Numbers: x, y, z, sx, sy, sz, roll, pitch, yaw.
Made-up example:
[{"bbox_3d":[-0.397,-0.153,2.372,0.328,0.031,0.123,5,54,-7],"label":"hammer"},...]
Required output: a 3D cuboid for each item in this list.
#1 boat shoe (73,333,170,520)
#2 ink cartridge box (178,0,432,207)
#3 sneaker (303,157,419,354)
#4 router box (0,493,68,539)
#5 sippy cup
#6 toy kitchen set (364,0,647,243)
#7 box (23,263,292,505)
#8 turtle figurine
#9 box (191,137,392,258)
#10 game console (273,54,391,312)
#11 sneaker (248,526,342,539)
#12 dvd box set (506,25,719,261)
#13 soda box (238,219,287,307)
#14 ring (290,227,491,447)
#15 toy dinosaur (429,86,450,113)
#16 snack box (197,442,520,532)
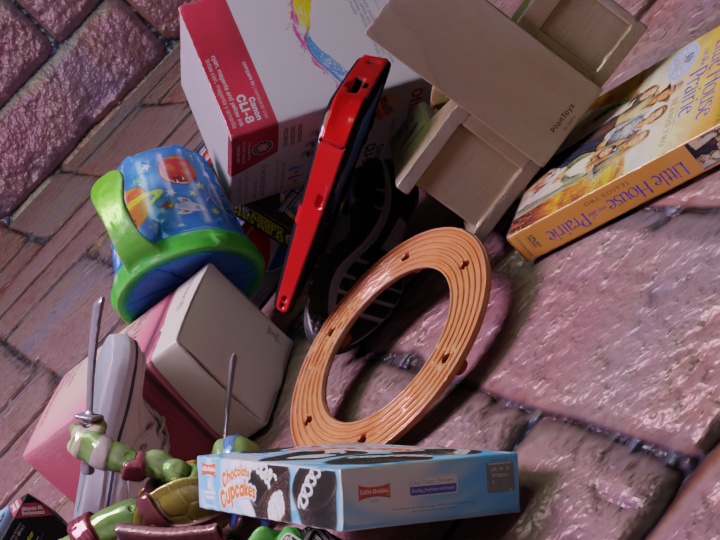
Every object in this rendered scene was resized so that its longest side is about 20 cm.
[{"bbox_3d":[-0.184,0.132,1.196,0.074,0.066,0.201,-104,25,-49],"label":"boat shoe"},{"bbox_3d":[-0.049,-0.174,1.368,0.199,0.145,0.145,-19,-20,-12],"label":"ink cartridge box"},{"bbox_3d":[0.000,0.000,1.243,0.080,0.073,0.200,115,178,-48],"label":"sneaker"},{"bbox_3d":[-0.351,0.308,1.321,0.150,0.062,0.200,-34,21,34],"label":"router box"},{"bbox_3d":[-0.167,-0.035,1.342,0.139,0.131,0.178,-12,-30,-13],"label":"sippy cup"},{"bbox_3d":[0.081,-0.163,1.152,0.200,0.163,0.181,-53,10,12],"label":"toy kitchen set"},{"bbox_3d":[-0.173,0.110,1.286,0.200,0.109,0.128,-36,19,26],"label":"box"},{"bbox_3d":[-0.160,0.154,1.123,0.194,0.200,0.144,-44,-16,16],"label":"turtle figurine"},{"bbox_3d":[-0.051,-0.124,1.451,0.200,0.160,0.044,-53,-14,-24],"label":"box"},{"bbox_3d":[-0.020,-0.075,1.208,0.200,0.031,0.178,-66,-8,-68],"label":"game console"},{"bbox_3d":[-0.013,0.185,0.820,0.078,0.085,0.200,-54,21,-23],"label":"sneaker"},{"bbox_3d":[0.199,-0.096,1.050,0.200,0.029,0.147,-29,24,41],"label":"dvd box set"},{"bbox_3d":[-0.084,-0.049,1.495,0.200,0.070,0.063,-52,18,-19],"label":"soda box"},{"bbox_3d":[0.023,0.056,1.077,0.200,0.019,0.201,-40,29,27],"label":"ring"},{"bbox_3d":[0.086,-0.127,1.348,0.200,0.060,0.106,-42,-16,18],"label":"toy dinosaur"},{"bbox_3d":[-0.007,0.127,0.899,0.200,0.116,0.037,-9,83,61],"label":"snack box"}]
